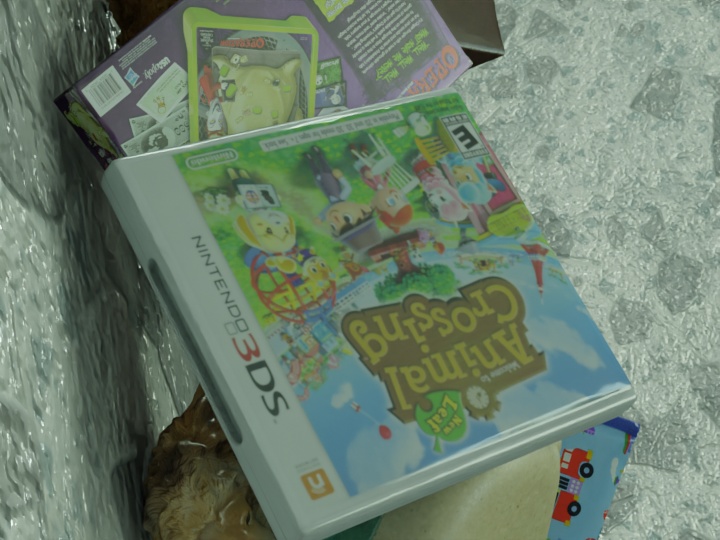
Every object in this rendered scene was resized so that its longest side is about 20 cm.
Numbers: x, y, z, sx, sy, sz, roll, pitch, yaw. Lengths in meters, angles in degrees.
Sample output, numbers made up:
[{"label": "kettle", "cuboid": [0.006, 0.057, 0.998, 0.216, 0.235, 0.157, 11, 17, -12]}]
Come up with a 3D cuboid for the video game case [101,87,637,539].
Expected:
[{"label": "video game case", "cuboid": [0.009, 0.010, 0.688, 0.183, 0.199, 0.022, 61, -38, 18]}]

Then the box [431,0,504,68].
[{"label": "box", "cuboid": [-0.028, -0.223, 1.046, 0.163, 0.165, 0.202, -1, 78, -51]}]

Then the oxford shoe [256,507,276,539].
[{"label": "oxford shoe", "cuboid": [-0.039, 0.176, 0.806, 0.200, 0.074, 0.071, -93, 170, -64]}]

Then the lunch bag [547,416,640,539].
[{"label": "lunch bag", "cuboid": [0.047, 0.127, 0.939, 0.094, 0.198, 0.152, 19, -91, 66]}]

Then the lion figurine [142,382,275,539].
[{"label": "lion figurine", "cuboid": [-0.049, 0.049, 0.743, 0.123, 0.072, 0.202, 59, 42, -68]}]

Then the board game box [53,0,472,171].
[{"label": "board game box", "cuboid": [-0.040, -0.091, 0.743, 0.120, 0.200, 0.032, 52, -33, -11]}]

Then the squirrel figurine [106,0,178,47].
[{"label": "squirrel figurine", "cuboid": [-0.079, -0.094, 0.839, 0.200, 0.140, 0.188, 55, 30, -42]}]

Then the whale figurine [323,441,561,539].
[{"label": "whale figurine", "cuboid": [0.036, 0.128, 0.771, 0.103, 0.160, 0.200, 31, -16, 27]}]
